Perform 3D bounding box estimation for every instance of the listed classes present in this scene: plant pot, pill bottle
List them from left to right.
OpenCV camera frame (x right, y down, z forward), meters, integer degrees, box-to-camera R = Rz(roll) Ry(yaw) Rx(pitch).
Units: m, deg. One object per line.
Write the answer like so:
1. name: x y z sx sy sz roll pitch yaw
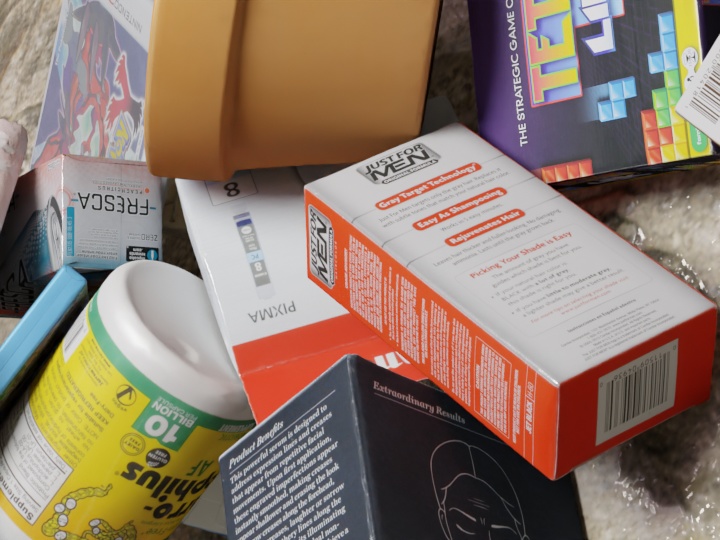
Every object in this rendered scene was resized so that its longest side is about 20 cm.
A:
1. pill bottle: -0.141 0.102 1.301 0.200 0.112 0.113 -52 38 22
2. plant pot: -0.028 -0.137 1.248 0.200 0.139 0.201 10 -90 -88

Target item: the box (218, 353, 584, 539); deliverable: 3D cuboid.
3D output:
1. box: 0.028 0.165 1.126 0.107 0.148 0.201 -39 44 34

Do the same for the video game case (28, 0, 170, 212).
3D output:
1. video game case: -0.157 -0.086 1.454 0.182 0.023 0.201 46 128 54

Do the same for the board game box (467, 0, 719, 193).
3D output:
1. board game box: 0.125 -0.145 1.190 0.165 0.057 0.201 -10 84 50

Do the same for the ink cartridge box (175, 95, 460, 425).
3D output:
1. ink cartridge box: 0.000 0.000 1.256 0.200 0.159 0.047 -113 10 -47

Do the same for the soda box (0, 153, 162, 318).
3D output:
1. soda box: -0.184 -0.017 1.408 0.200 0.063 0.069 -19 71 61

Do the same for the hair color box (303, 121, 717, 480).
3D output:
1. hair color box: 0.069 0.010 1.155 0.200 0.101 0.061 40 143 41

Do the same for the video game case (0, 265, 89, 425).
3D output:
1. video game case: -0.202 0.075 1.350 0.143 0.018 0.200 -53 -2 -12

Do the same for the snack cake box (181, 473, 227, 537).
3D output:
1. snack cake box: -0.113 0.083 1.429 0.200 0.067 0.116 16 87 55

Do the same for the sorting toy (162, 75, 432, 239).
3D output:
1. sorting toy: -0.033 -0.103 1.402 0.180 0.107 0.201 25 111 41

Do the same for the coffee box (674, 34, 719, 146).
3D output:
1. coffee box: 0.238 -0.039 0.989 0.080 0.114 0.200 -59 37 12

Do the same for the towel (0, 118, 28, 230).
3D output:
1. towel: -0.245 0.040 1.339 0.201 0.032 0.191 -82 17 -45
